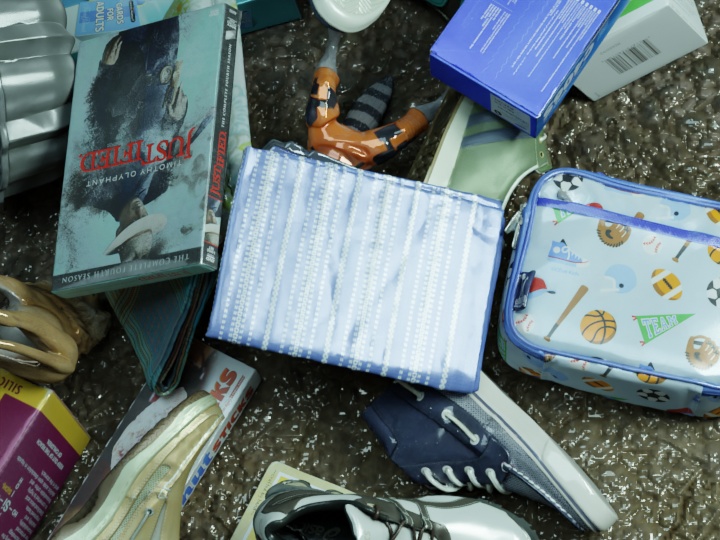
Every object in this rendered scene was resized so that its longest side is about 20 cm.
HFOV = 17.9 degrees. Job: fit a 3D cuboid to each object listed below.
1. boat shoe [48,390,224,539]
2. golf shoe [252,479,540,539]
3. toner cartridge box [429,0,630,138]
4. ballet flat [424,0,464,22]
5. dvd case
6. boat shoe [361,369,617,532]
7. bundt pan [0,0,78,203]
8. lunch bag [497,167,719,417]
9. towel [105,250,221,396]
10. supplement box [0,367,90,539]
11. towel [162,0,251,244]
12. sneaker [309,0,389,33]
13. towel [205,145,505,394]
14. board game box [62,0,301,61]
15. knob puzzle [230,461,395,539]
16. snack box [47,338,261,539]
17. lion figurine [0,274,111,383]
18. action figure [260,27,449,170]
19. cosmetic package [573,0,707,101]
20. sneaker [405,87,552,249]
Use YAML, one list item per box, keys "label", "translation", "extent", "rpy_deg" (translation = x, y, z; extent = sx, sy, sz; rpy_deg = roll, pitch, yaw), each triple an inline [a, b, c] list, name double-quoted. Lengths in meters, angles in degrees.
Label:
- label: "boat shoe"
  translation: [-0.156, 0.179, 1.635]
  extent: [0.076, 0.072, 0.200]
  rpy_deg: [40, 85, 7]
- label: "golf shoe"
  translation: [0.023, 0.191, 1.564]
  extent: [0.199, 0.094, 0.078]
  rpy_deg: [4, 91, 4]
- label: "toner cartridge box"
  translation: [0.142, -0.203, 1.655]
  extent: [0.095, 0.043, 0.200]
  rpy_deg: [33, 76, 11]
- label: "ballet flat"
  translation: [0.090, -0.217, 1.795]
  extent: [0.075, 0.068, 0.200]
  rpy_deg: [-25, 58, -29]
- label: "dvd case"
  translation: [-0.155, -0.086, 1.650]
  extent: [0.145, 0.022, 0.201]
  rpy_deg: [-9, 68, 35]
- label: "boat shoe"
  translation: [0.088, 0.137, 1.627]
  extent: [0.093, 0.075, 0.200]
  rpy_deg: [-45, 59, 1]
- label: "bundt pan"
  translation: [-0.266, -0.155, 1.773]
  extent: [0.075, 0.202, 0.203]
  rpy_deg: [-10, 61, -18]
- label: "lunch bag"
  translation: [0.196, 0.010, 1.638]
  extent: [0.199, 0.076, 0.161]
  rpy_deg: [15, 71, 4]
- label: "towel"
  translation: [-0.167, -0.024, 1.705]
  extent: [0.022, 0.147, 0.200]
  rpy_deg: [-6, 47, -31]
- label: "supplement box"
  translation: [-0.311, 0.163, 1.674]
  extent: [0.130, 0.103, 0.201]
  rpy_deg: [23, 72, 20]
- label: "towel"
  translation: [-0.133, -0.096, 1.725]
  extent: [0.048, 0.171, 0.201]
  rpy_deg: [4, 62, -22]
- label: "sneaker"
  translation: [-0.025, -0.233, 1.773]
  extent: [0.085, 0.075, 0.201]
  rpy_deg: [-44, 25, 32]
- label: "towel"
  translation: [0.000, 0.000, 1.610]
  extent: [0.199, 0.024, 0.146]
  rpy_deg: [13, 74, -10]
- label: "board game box"
  translation: [-0.161, -0.252, 1.869]
  extent: [0.199, 0.047, 0.152]
  rpy_deg: [-16, 63, 5]
- label: "knob puzzle"
  translation: [-0.019, 0.246, 1.614]
  extent: [0.218, 0.030, 0.221]
  rpy_deg: [-5, 64, 9]
- label: "snack box"
  translation: [-0.155, 0.145, 1.693]
  extent: [0.072, 0.024, 0.201]
  rpy_deg: [25, 73, 20]
- label: "lion figurine"
  translation: [-0.237, 0.047, 1.666]
  extent: [0.122, 0.200, 0.073]
  rpy_deg: [29, 106, -16]
- label: "action figure"
  translation: [0.007, -0.065, 1.740]
  extent: [0.199, 0.105, 0.194]
  rpy_deg: [30, 78, -8]
- label: "cosmetic package"
  translation: [0.180, -0.247, 1.760]
  extent: [0.107, 0.085, 0.201]
  rpy_deg: [-28, 61, 21]
- label: "sneaker"
  translation: [0.105, -0.104, 1.698]
  extent: [0.090, 0.067, 0.201]
  rpy_deg: [30, 76, -14]
